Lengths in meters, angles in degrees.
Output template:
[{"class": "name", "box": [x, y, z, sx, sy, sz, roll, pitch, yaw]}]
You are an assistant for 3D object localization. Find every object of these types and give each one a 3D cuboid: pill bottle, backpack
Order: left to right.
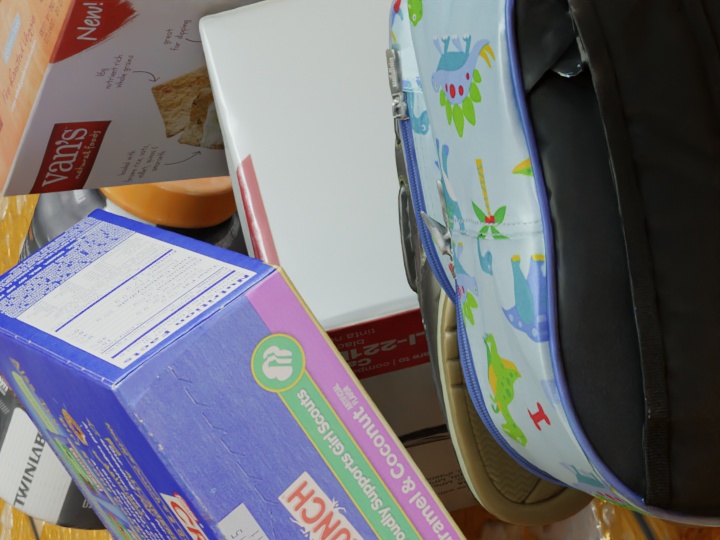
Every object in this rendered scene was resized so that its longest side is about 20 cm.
[{"class": "pill bottle", "box": [-0.113, 0.017, 1.356, 0.106, 0.106, 0.200, -114, 36, -45]}, {"class": "backpack", "box": [0.106, -0.026, 0.906, 0.147, 0.182, 0.201, 179, 84, -68]}]

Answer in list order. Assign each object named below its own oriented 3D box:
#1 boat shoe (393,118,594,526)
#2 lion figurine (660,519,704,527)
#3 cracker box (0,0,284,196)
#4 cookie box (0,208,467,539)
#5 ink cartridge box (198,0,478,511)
[{"class": "boat shoe", "box": [0.051, -0.013, 0.999, 0.065, 0.073, 0.201, 167, 101, -74]}, {"class": "lion figurine", "box": [0.095, 0.027, 1.051, 0.123, 0.072, 0.201, 124, 139, -53]}, {"class": "cracker box", "box": [-0.045, -0.096, 1.161, 0.134, 0.199, 0.058, 119, 139, -52]}, {"class": "cookie box", "box": [-0.047, 0.072, 1.044, 0.171, 0.075, 0.200, 57, 165, -19]}, {"class": "ink cartridge box", "box": [0.000, 0.000, 1.143, 0.200, 0.083, 0.145, 80, 175, -62]}]
